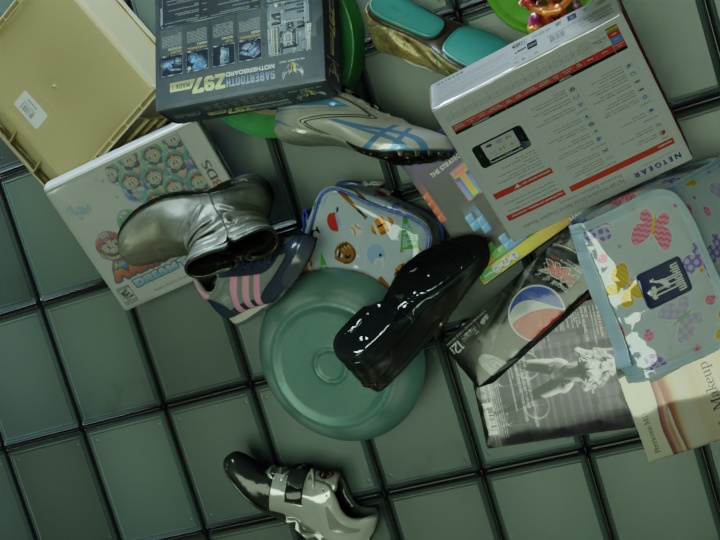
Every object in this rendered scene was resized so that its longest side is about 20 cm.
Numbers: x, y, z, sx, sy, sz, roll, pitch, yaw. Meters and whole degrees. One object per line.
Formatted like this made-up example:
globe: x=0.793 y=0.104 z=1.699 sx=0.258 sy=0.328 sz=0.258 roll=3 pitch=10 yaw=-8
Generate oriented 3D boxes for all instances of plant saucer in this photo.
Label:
plant saucer: x=-0.028 y=0.100 z=1.293 sx=0.198 sy=0.036 sz=0.202 roll=5 pitch=107 yaw=18

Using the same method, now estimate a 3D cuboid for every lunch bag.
lunch bag: x=0.302 y=-0.001 z=1.147 sx=0.127 sy=0.199 sz=0.171 roll=-18 pitch=94 yaw=55
lunch bag: x=0.000 y=0.000 z=1.317 sx=0.159 sy=0.075 sz=0.202 roll=21 pitch=107 yaw=15

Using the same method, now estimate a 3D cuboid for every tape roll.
tape roll: x=-0.095 y=-0.251 z=1.309 sx=0.198 sy=0.048 sz=0.203 roll=3 pitch=102 yaw=16

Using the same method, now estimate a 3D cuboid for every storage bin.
storage bin: x=-0.334 y=-0.217 z=1.367 sx=0.198 sy=0.094 sz=0.200 roll=-43 pitch=87 yaw=21

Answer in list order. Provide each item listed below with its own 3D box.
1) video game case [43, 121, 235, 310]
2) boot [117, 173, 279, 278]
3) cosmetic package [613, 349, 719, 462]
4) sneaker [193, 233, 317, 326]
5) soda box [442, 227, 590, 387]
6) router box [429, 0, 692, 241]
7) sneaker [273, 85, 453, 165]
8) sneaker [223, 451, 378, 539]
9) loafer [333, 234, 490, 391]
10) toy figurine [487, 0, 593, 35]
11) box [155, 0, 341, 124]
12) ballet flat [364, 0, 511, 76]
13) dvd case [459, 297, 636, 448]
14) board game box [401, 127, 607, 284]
video game case: x=-0.231 y=-0.063 z=1.349 sx=0.198 sy=0.024 sz=0.183 roll=-23 pitch=119 yaw=11
boot: x=-0.183 y=-0.035 z=1.279 sx=0.198 sy=0.131 sz=0.068 roll=-21 pitch=120 yaw=9
cosmetic package: x=0.372 y=0.110 z=1.206 sx=0.198 sy=0.087 sz=0.104 roll=-23 pitch=95 yaw=14
sneaker: x=-0.123 y=0.000 z=1.302 sx=0.082 sy=0.070 sz=0.200 roll=37 pitch=141 yaw=-14
soda box: x=0.185 y=0.037 z=1.254 sx=0.200 sy=0.071 sz=0.063 roll=-44 pitch=75 yaw=14
router box: x=0.194 y=-0.143 z=1.139 sx=0.199 sy=0.049 sz=0.180 roll=-25 pitch=123 yaw=18
sneaker: x=0.004 y=-0.155 z=1.236 sx=0.198 sy=0.072 sz=0.073 roll=14 pitch=89 yaw=14
sneaker: x=-0.066 y=0.258 z=1.392 sx=0.199 sy=0.074 sz=0.089 roll=33 pitch=109 yaw=-2
loafer: x=0.062 y=0.042 z=1.232 sx=0.200 sy=0.073 sz=0.073 roll=-39 pitch=126 yaw=-8
toy figurine: x=0.170 y=-0.301 z=1.117 sx=0.149 sy=0.184 sz=0.202 roll=-10 pitch=79 yaw=18
box: x=-0.121 y=-0.250 z=1.240 sx=0.198 sy=0.051 sz=0.160 roll=-8 pitch=76 yaw=19
ballet flat: x=0.090 y=-0.230 z=1.238 sx=0.199 sy=0.071 sz=0.071 roll=30 pitch=108 yaw=22
dvd case: x=0.221 y=0.111 z=1.301 sx=0.198 sy=0.016 sz=0.150 roll=-11 pitch=96 yaw=20
board game box: x=0.167 y=-0.110 z=1.252 sx=0.199 sy=0.057 sz=0.166 roll=-37 pitch=90 yaw=20
